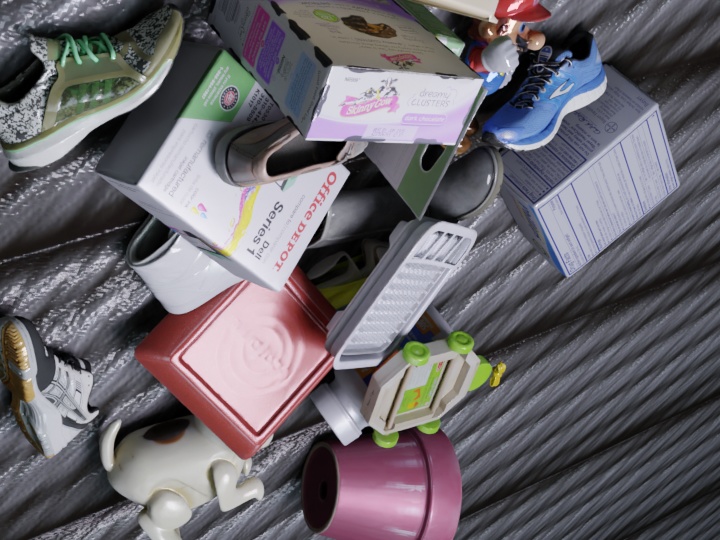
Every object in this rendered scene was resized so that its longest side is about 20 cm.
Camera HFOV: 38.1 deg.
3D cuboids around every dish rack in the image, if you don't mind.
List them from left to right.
[{"bbox_3d":[0.040,0.020,1.168,0.201,0.043,0.171,-55,160,12],"label":"dish rack"}]

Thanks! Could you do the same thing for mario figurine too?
[{"bbox_3d":[0.149,-0.217,1.109,0.105,0.124,0.201,4,131,-26],"label":"mario figurine"}]

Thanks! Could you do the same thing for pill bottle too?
[{"bbox_3d":[0.035,0.138,1.370,0.199,0.112,0.112,-36,142,-5],"label":"pill bottle"}]

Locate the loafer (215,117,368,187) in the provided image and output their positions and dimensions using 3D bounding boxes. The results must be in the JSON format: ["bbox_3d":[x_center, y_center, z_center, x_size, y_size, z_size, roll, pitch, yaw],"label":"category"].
[{"bbox_3d":[-0.037,-0.118,0.944,0.199,0.063,0.072,-28,120,-37],"label":"loafer"}]

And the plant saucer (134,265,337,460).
[{"bbox_3d":[-0.116,0.086,1.161,0.200,0.037,0.200,-47,120,-12],"label":"plant saucer"}]

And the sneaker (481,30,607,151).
[{"bbox_3d":[0.205,-0.210,1.192,0.200,0.078,0.090,-42,134,-28],"label":"sneaker"}]

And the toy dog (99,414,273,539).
[{"bbox_3d":[-0.194,0.209,1.258,0.200,0.140,0.194,-39,106,2],"label":"toy dog"}]

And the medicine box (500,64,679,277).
[{"bbox_3d":[0.287,-0.123,1.325,0.200,0.103,0.182,-39,142,0],"label":"medicine box"}]

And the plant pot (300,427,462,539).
[{"bbox_3d":[0.020,0.313,1.485,0.178,0.201,0.201,10,123,-26],"label":"plant pot"}]

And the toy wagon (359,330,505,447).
[{"bbox_3d":[0.093,0.141,1.297,0.199,0.040,0.156,-11,135,-34],"label":"toy wagon"}]

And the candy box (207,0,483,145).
[{"bbox_3d":[-0.017,-0.195,0.924,0.167,0.200,0.072,-2,129,-37],"label":"candy box"}]

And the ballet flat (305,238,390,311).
[{"bbox_3d":[0.000,0.000,1.248,0.199,0.067,0.067,-23,122,-18],"label":"ballet flat"}]

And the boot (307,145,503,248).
[{"bbox_3d":[0.039,-0.081,1.165,0.199,0.073,0.182,1,151,-34],"label":"boot"}]

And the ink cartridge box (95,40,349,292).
[{"bbox_3d":[-0.122,-0.093,0.976,0.200,0.084,0.145,40,76,-43],"label":"ink cartridge box"}]

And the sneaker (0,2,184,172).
[{"bbox_3d":[-0.238,-0.170,0.878,0.200,0.077,0.089,-39,134,-4],"label":"sneaker"}]

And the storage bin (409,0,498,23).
[{"bbox_3d":[-0.002,-0.285,0.856,0.199,0.198,0.094,3,109,-41],"label":"storage bin"}]

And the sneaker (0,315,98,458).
[{"bbox_3d":[-0.327,0.105,1.088,0.087,0.075,0.201,-36,148,-29],"label":"sneaker"}]

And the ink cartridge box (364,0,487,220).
[{"bbox_3d":[0.055,-0.162,1.015,0.048,0.200,0.146,2,126,-38],"label":"ink cartridge box"}]

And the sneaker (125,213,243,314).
[{"bbox_3d":[-0.144,-0.042,1.075,0.199,0.074,0.116,-36,145,-2],"label":"sneaker"}]
